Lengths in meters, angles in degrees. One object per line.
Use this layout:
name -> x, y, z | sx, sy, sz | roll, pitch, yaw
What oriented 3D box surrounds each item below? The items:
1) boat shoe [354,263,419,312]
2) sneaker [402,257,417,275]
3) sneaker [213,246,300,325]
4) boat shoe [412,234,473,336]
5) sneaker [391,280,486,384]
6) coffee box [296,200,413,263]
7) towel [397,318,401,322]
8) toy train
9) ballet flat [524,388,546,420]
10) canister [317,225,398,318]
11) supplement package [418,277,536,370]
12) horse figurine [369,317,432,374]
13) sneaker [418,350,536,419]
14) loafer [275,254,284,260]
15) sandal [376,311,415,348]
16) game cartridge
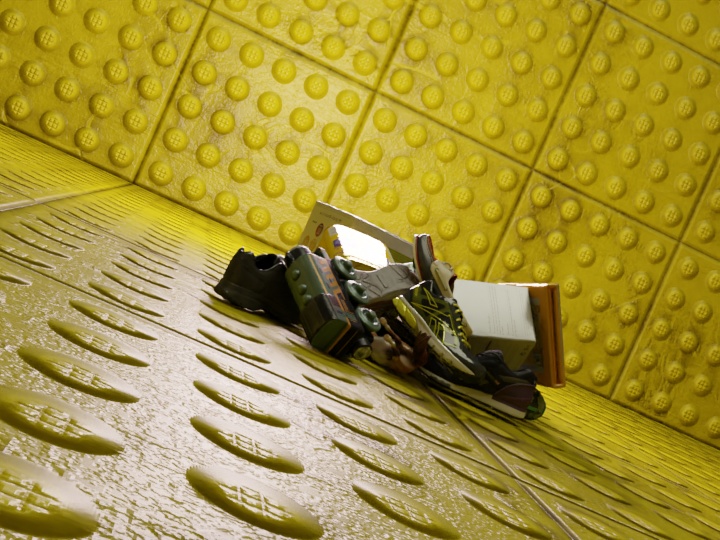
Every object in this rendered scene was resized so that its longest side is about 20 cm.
boat shoe -> 0.005, 0.043, 1.645 | 0.198, 0.072, 0.076 | -5, 49, -31
sneaker -> 0.153, 0.042, 1.876 | 0.199, 0.074, 0.119 | 18, 40, -24
sneaker -> -0.131, 0.024, 1.541 | 0.075, 0.092, 0.199 | 23, -1, 34
boat shoe -> 0.131, 0.025, 1.663 | 0.062, 0.202, 0.071 | -20, -30, 14
sneaker -> 0.130, 0.087, 1.560 | 0.200, 0.085, 0.075 | 46, -4, 31
coffee box -> -0.014, -0.001, 2.106 | 0.199, 0.199, 0.199 | 24, 1, -28
towel -> 0.037, 0.048, 1.897 | 0.199, 0.018, 0.086 | 32, 22, 26
toy train -> -0.046, 0.043, 1.481 | 0.113, 0.085, 0.201 | 23, 30, -42
ballet flat -> 0.246, 0.203, 1.812 | 0.074, 0.075, 0.199 | 23, 1, -34
canister -> 0.000, 0.000, 1.812 | 0.147, 0.087, 0.200 | 22, 16, -15
supplement package -> 0.184, 0.096, 1.754 | 0.198, 0.118, 0.118 | 7, -37, -11
horse figurine -> 0.035, 0.113, 1.570 | 0.199, 0.050, 0.133 | 15, -27, 42
sneaker -> 0.186, 0.158, 1.643 | 0.198, 0.088, 0.076 | 24, 4, -2
loafer -> -0.091, 0.057, 1.704 | 0.199, 0.070, 0.075 | 37, -19, 21
sandal -> 0.046, 0.119, 1.693 | 0.081, 0.055, 0.200 | 38, -16, -2
game cartridge -> 0.295, 0.111, 1.805 | 0.032, 0.179, 0.200 | -4, 1, -20
